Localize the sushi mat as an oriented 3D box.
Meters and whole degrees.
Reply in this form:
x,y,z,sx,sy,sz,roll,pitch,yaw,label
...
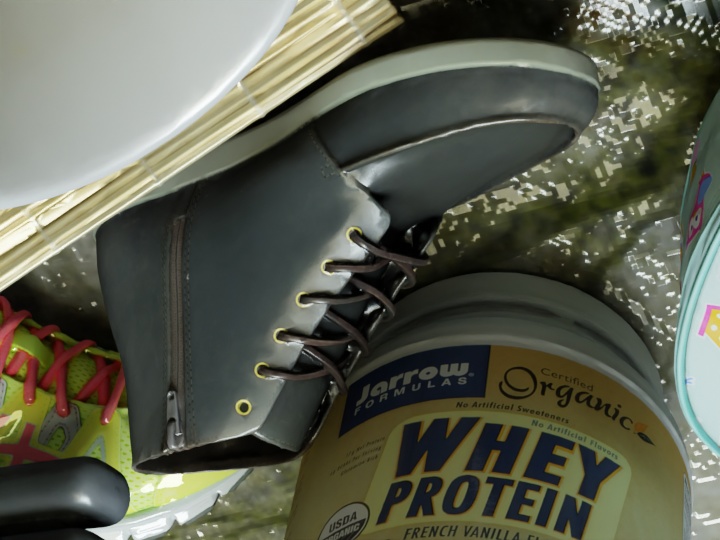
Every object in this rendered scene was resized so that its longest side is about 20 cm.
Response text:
x,y,z,sx,sy,sz,roll,pitch,yaw,label
-0.094,-0.066,0.743,0.199,0.012,0.096,-33,101,4,sushi mat

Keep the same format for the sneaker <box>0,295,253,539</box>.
x,y,z,sx,sy,sz,roll,pitch,yaw,label
-0.130,0.048,0.847,0.199,0.078,0.091,-2,123,11,sneaker

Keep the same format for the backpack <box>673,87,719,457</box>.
x,y,z,sx,sy,sz,roll,pitch,yaw,label
0.198,0.009,0.727,0.199,0.154,0.176,16,132,5,backpack

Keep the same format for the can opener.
x,y,z,sx,sy,sz,roll,pitch,yaw,label
-0.164,0.109,0.839,0.199,0.054,0.067,-10,151,28,can opener

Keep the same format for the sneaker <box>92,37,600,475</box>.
x,y,z,sx,sy,sz,roll,pitch,yaw,label
0.000,0.000,0.763,0.199,0.107,0.075,-22,156,30,sneaker

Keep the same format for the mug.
x,y,z,sx,sy,sz,roll,pitch,yaw,label
-0.105,-0.134,0.655,0.149,0.154,0.187,-10,147,-41,mug

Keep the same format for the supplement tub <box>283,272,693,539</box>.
x,y,z,sx,sy,sz,roll,pitch,yaw,label
0.043,0.107,0.785,0.143,0.200,0.145,4,126,6,supplement tub
